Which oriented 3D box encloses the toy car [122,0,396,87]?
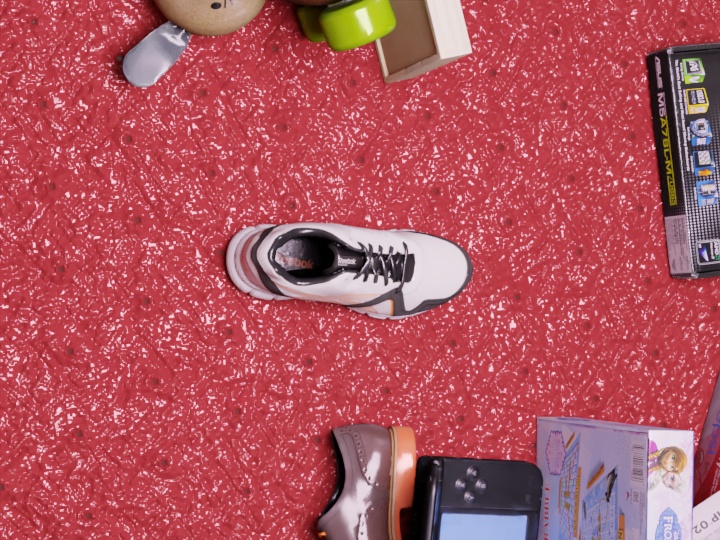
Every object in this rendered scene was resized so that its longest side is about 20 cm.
[{"bbox_3d":[-0.101,-0.223,1.197,0.200,0.158,0.165,-24,107,-8],"label":"toy car"}]

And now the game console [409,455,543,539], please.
[{"bbox_3d":[0.088,0.250,1.239,0.176,0.116,0.200,7,89,-30],"label":"game console"}]

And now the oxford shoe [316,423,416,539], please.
[{"bbox_3d":[-0.003,0.219,1.256,0.072,0.071,0.200,7,77,-10],"label":"oxford shoe"}]

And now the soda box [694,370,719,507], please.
[{"bbox_3d":[0.345,0.117,1.381,0.070,0.063,0.200,20,81,-18],"label":"soda box"}]

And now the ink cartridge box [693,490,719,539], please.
[{"bbox_3d":[0.301,0.237,1.291,0.115,0.068,0.200,-34,136,2],"label":"ink cartridge box"}]

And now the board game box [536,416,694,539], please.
[{"bbox_3d":[0.193,0.218,1.251,0.041,0.199,0.200,2,88,-18],"label":"board game box"}]

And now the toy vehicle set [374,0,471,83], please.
[{"bbox_3d":[0.027,-0.253,1.247,0.026,0.124,0.200,-15,94,-19],"label":"toy vehicle set"}]

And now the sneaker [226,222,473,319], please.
[{"bbox_3d":[0.000,0.000,1.254,0.200,0.080,0.074,1,86,-21],"label":"sneaker"}]

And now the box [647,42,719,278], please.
[{"bbox_3d":[0.351,-0.101,1.399,0.193,0.048,0.200,-6,91,-17],"label":"box"}]
